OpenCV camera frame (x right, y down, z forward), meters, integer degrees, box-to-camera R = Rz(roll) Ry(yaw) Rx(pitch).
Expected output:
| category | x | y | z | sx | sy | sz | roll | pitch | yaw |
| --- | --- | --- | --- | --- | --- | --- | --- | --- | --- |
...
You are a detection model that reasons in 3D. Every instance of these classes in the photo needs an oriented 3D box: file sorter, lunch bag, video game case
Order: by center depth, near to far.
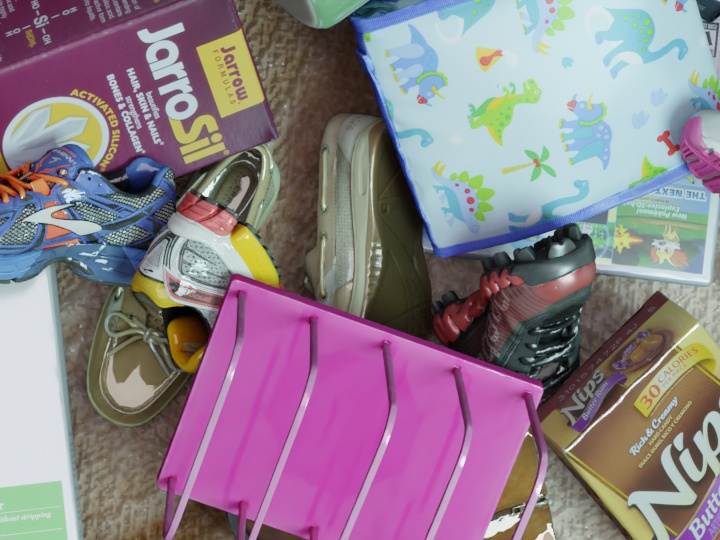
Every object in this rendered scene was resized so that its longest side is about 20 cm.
| category | x | y | z | sx | sy | sz | roll | pitch | yaw |
| --- | --- | --- | --- | --- | --- | --- | --- | --- | --- |
| file sorter | -0.005 | 0.114 | 1.472 | 0.199 | 0.126 | 0.140 | 19 | 105 | -8 |
| lunch bag | 0.107 | -0.120 | 1.557 | 0.199 | 0.127 | 0.171 | -26 | 113 | -10 |
| video game case | 0.140 | -0.091 | 1.652 | 0.198 | 0.022 | 0.184 | 7 | 87 | -3 |

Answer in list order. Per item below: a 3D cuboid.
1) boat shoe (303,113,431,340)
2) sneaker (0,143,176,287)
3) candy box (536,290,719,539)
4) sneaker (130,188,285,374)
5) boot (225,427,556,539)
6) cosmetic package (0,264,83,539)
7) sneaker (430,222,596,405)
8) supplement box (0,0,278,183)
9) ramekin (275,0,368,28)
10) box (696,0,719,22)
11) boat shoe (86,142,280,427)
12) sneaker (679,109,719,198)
| category | x | y | z | sx | sy | sz | roll | pitch | yaw |
| --- | --- | --- | --- | --- | --- | --- | --- | --- | --- |
| boat shoe | 0.000 | 0.000 | 1.623 | 0.072 | 0.065 | 0.202 | -11 | 107 | -46 |
| sneaker | -0.193 | -0.040 | 1.512 | 0.199 | 0.075 | 0.079 | 1 | 112 | -42 |
| candy box | 0.204 | 0.123 | 1.582 | 0.117 | 0.056 | 0.200 | -43 | 122 | -3 |
| sneaker | -0.081 | 0.039 | 1.570 | 0.082 | 0.078 | 0.200 | -47 | 133 | -15 |
| boot | 0.017 | 0.139 | 1.590 | 0.199 | 0.069 | 0.189 | -20 | 107 | -1 |
| cosmetic package | -0.235 | 0.090 | 1.595 | 0.107 | 0.085 | 0.202 | -7 | 89 | -5 |
| sneaker | 0.106 | 0.036 | 1.554 | 0.070 | 0.200 | 0.098 | -20 | 80 | -20 |
| supplement box | -0.168 | -0.120 | 1.571 | 0.199 | 0.103 | 0.131 | -22 | 132 | -3 |
| ramekin | -0.042 | -0.238 | 1.486 | 0.098 | 0.200 | 0.200 | -39 | 90 | -6 |
| box | 0.175 | -0.274 | 1.637 | 0.199 | 0.051 | 0.158 | 26 | 80 | -1 |
| boat shoe | -0.113 | 0.006 | 1.615 | 0.073 | 0.063 | 0.201 | 33 | 87 | -1 |
| sneaker | 0.283 | -0.075 | 1.541 | 0.199 | 0.081 | 0.089 | 13 | 87 | -25 |
